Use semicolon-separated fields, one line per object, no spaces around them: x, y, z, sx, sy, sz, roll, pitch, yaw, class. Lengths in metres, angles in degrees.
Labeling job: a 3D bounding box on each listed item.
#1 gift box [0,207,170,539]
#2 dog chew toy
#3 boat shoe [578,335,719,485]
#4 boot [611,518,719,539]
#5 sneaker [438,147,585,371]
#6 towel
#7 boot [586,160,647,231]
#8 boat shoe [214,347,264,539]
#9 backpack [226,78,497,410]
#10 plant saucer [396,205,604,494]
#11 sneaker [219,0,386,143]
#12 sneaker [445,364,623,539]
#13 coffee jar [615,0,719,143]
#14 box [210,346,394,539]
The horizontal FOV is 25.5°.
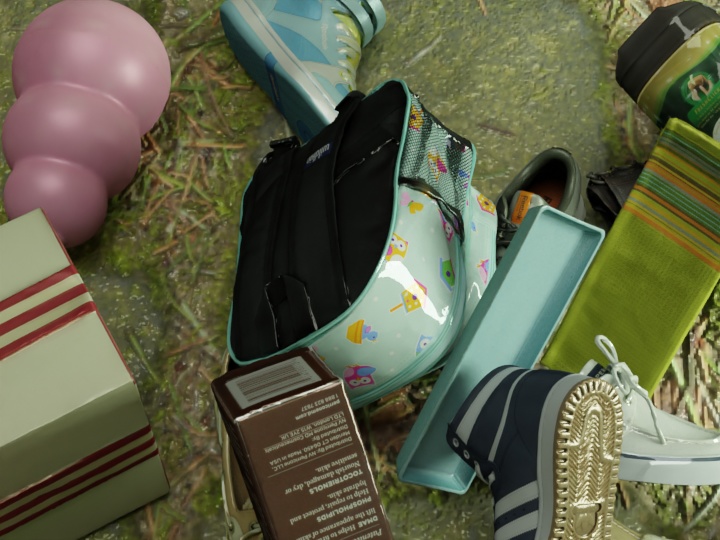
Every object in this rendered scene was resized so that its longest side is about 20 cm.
-0.254;0.081;1.050;0.186;0.201;0.185;-27;54;-13;gift box
-0.218;-0.107;1.220;0.123;0.125;0.202;7;65;8;dog chew toy
0.161;0.088;1.069;0.200;0.074;0.087;8;97;21;boat shoe
0.232;0.183;1.027;0.154;0.072;0.200;-38;56;-24;boot
0.104;-0.008;1.156;0.073;0.080;0.201;22;62;15;sneaker
0.202;0.002;1.099;0.086;0.201;0.018;35;20;25;towel
0.251;-0.087;1.205;0.172;0.069;0.201;-16;59;-8;boot
-0.064;0.143;1.074;0.073;0.063;0.201;-16;57;-8;boat shoe
0.000;0.000;1.084;0.175;0.153;0.201;-26;34;33;backpack
0.088;0.052;1.033;0.019;0.070;0.201;38;104;44;plant saucer
-0.014;-0.174;1.273;0.130;0.080;0.200;-30;60;-14;sneaker
0.101;0.157;0.999;0.070;0.202;0.108;7;5;-35;sneaker
0.270;-0.100;1.122;0.085;0.104;0.200;-46;72;20;coffee jar
-0.022;0.157;0.964;0.074;0.202;0.100;-18;13;-10;box
